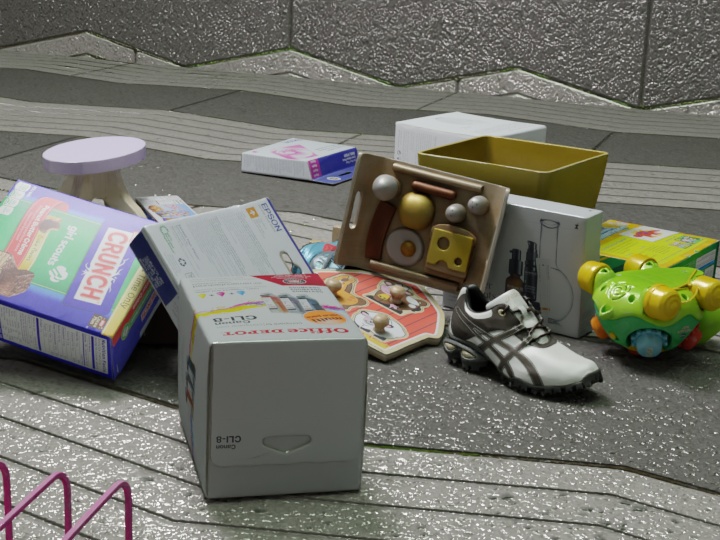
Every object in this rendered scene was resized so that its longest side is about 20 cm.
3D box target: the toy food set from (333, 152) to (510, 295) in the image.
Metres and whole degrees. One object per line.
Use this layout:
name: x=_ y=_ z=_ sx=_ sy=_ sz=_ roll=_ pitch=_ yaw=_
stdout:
toy food set: x=0.075 y=-0.053 z=1.648 sx=0.198 sy=0.145 sz=0.060 roll=16 pitch=7 yaw=19

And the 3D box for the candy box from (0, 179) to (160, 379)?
candy box: x=-0.320 y=0.006 z=1.462 sx=0.198 sy=0.078 sz=0.170 roll=18 pitch=49 yaw=8

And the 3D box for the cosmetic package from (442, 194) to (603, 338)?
cosmetic package: x=0.198 y=-0.013 z=1.669 sx=0.198 sy=0.153 sz=0.051 roll=13 pitch=18 yaw=34

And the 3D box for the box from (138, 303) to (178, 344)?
box: x=-0.297 y=0.038 z=1.561 sx=0.197 sy=0.076 sz=0.100 roll=0 pitch=15 yaw=-3

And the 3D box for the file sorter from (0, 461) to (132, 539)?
file sorter: x=-0.260 y=0.200 z=0.884 sx=0.197 sy=0.127 sz=0.139 roll=6 pitch=16 yaw=13

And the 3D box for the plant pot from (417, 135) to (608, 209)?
plant pot: x=0.205 y=-0.074 z=1.838 sx=0.198 sy=0.179 sz=0.199 roll=12 pitch=17 yaw=32

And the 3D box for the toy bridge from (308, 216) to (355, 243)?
toy bridge: x=-0.009 y=-0.048 z=1.990 sx=0.066 sy=0.028 sz=0.200 roll=11 pitch=17 yaw=20

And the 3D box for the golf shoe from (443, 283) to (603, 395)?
golf shoe: x=0.175 y=0.073 z=1.466 sx=0.198 sy=0.096 sz=0.077 roll=16 pitch=19 yaw=36

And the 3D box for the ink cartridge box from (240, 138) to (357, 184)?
ink cartridge box: x=-0.092 y=-0.208 z=2.524 sx=0.198 sy=0.044 sz=0.196 roll=8 pitch=16 yaw=25

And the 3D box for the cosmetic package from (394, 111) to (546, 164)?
cosmetic package: x=0.195 y=-0.202 z=2.392 sx=0.198 sy=0.125 sz=0.198 roll=13 pitch=18 yaw=37

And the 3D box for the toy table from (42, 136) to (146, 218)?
toy table: x=-0.403 y=-0.129 z=2.053 sx=0.182 sy=0.119 sz=0.199 roll=13 pitch=20 yaw=33

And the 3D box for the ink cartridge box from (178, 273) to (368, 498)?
ink cartridge box: x=-0.085 y=0.100 z=1.232 sx=0.143 sy=0.147 sz=0.200 roll=-1 pitch=17 yaw=-15

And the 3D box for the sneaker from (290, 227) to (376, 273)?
sneaker: x=0.000 y=0.000 z=1.772 sx=0.095 sy=0.080 sz=0.199 roll=29 pitch=35 yaw=31

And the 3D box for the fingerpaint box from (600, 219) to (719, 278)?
fingerpaint box: x=0.367 y=-0.004 z=1.806 sx=0.165 sy=0.074 sz=0.199 roll=13 pitch=18 yaw=31

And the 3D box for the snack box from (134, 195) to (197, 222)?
snack box: x=-0.294 y=-0.083 z=2.076 sx=0.071 sy=0.025 sz=0.200 roll=-3 pitch=16 yaw=-21

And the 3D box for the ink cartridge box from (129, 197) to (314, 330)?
ink cartridge box: x=-0.127 y=0.025 z=1.459 sx=0.199 sy=0.201 sz=0.041 roll=-17 pitch=-19 yaw=-50

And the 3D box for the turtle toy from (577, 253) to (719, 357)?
turtle toy: x=0.352 y=0.046 z=1.573 sx=0.198 sy=0.102 sz=0.145 roll=-7 pitch=19 yaw=-33

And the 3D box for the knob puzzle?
knob puzzle: x=0.018 y=0.034 z=1.619 sx=0.217 sy=0.031 sz=0.220 roll=11 pitch=23 yaw=-5
